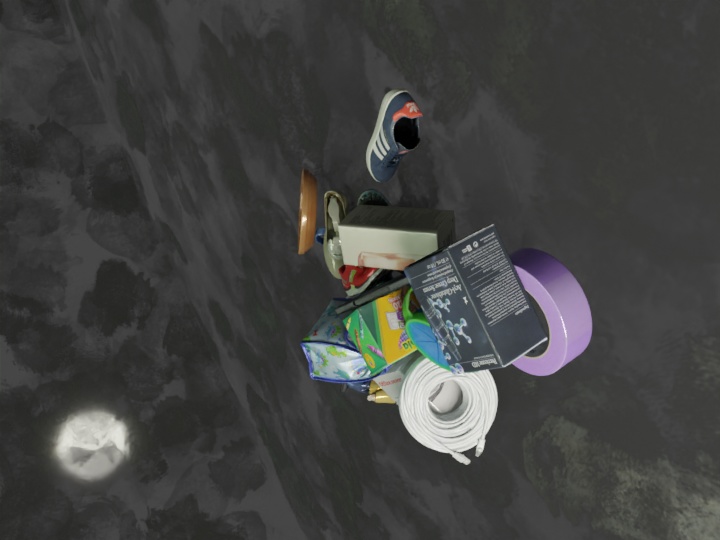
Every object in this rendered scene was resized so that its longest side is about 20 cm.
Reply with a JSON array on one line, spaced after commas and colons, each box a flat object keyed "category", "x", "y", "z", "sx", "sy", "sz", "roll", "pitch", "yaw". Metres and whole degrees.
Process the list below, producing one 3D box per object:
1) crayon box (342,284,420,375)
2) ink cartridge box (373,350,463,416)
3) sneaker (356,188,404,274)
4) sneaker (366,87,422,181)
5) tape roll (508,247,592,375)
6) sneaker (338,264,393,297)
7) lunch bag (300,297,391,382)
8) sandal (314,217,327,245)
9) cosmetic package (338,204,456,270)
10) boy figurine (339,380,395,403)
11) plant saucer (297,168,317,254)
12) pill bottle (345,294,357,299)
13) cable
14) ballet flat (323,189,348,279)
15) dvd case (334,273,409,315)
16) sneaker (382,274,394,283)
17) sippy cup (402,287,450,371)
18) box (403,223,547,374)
[{"category": "crayon box", "x": 0.072, "y": 0.107, "z": 1.342, "sx": 0.058, "sy": 0.199, "sz": 0.120, "roll": -39, "pitch": 78, "yaw": 45}, {"category": "ink cartridge box", "x": 0.141, "y": 0.264, "z": 1.475, "sx": 0.200, "sy": 0.084, "sz": 0.145, "roll": 47, "pitch": 154, "yaw": -6}, {"category": "sneaker", "x": 0.067, "y": -0.085, "z": 1.409, "sx": 0.202, "sy": 0.077, "sz": 0.087, "roll": 58, "pitch": -166, "yaw": -17}, {"category": "sneaker", "x": 0.066, "y": -0.228, "z": 1.267, "sx": 0.085, "sy": 0.074, "sz": 0.202, "roll": 52, "pitch": 151, "yaw": 31}, {"category": "tape roll", "x": 0.282, "y": 0.068, "z": 1.141, "sx": 0.200, "sy": 0.065, "sz": 0.202, "roll": 42, "pitch": 145, "yaw": 39}, {"category": "sneaker", "x": 0.000, "y": 0.000, "z": 1.435, "sx": 0.086, "sy": 0.076, "sz": 0.200, "roll": 61, "pitch": 153, "yaw": -1}, {"category": "lunch bag", "x": 0.000, "y": 0.145, "z": 1.450, "sx": 0.197, "sy": 0.170, "sz": 0.129, "roll": 3, "pitch": 125, "yaw": 27}, {"category": "sandal", "x": -0.040, "y": -0.042, "z": 1.603, "sx": 0.201, "sy": 0.086, "sz": 0.080, "roll": 56, "pitch": 150, "yaw": 13}, {"category": "cosmetic package", "x": 0.070, "y": -0.060, "z": 1.283, "sx": 0.197, "sy": 0.103, "sz": 0.089, "roll": 7, "pitch": 122, "yaw": 26}, {"category": "boy figurine", "x": 0.055, "y": 0.281, "z": 1.660, "sx": 0.197, "sy": 0.125, "sz": 0.065, "roll": 16, "pitch": 114, "yaw": 3}, {"category": "plant saucer", "x": -0.126, "y": -0.139, "z": 1.641, "sx": 0.200, "sy": 0.037, "sz": 0.204, "roll": -176, "pitch": 90, "yaw": -82}, {"category": "pill bottle", "x": -0.002, "y": 0.146, "z": 1.661, "sx": 0.113, "sy": 0.112, "sz": 0.201, "roll": 51, "pitch": 150, "yaw": 25}, {"category": "cable", "x": 0.172, "y": 0.254, "z": 1.361, "sx": 0.197, "sy": 0.203, "sz": 0.069, "roll": 24, "pitch": -179, "yaw": -4}, {"category": "ballet flat", "x": -0.054, "y": -0.085, "z": 1.540, "sx": 0.069, "sy": 0.068, "sz": 0.204, "roll": 154, "pitch": 113, "yaw": -63}, {"category": "dvd case", "x": 0.058, "y": 0.030, "z": 1.348, "sx": 0.198, "sy": 0.142, "sz": 0.018, "roll": -26, "pitch": 91, "yaw": 38}, {"category": "sneaker", "x": 0.030, "y": -0.032, "z": 1.523, "sx": 0.079, "sy": 0.077, "sz": 0.202, "roll": -14, "pitch": 106, "yaw": 43}, {"category": "sippy cup", "x": 0.171, "y": 0.092, "z": 1.268, "sx": 0.139, "sy": 0.131, "sz": 0.179, "roll": 8, "pitch": 139, "yaw": 52}, {"category": "box", "x": 0.182, "y": 0.051, "z": 1.119, "sx": 0.202, "sy": 0.106, "sz": 0.148, "roll": 64, "pitch": 152, "yaw": 1}]
